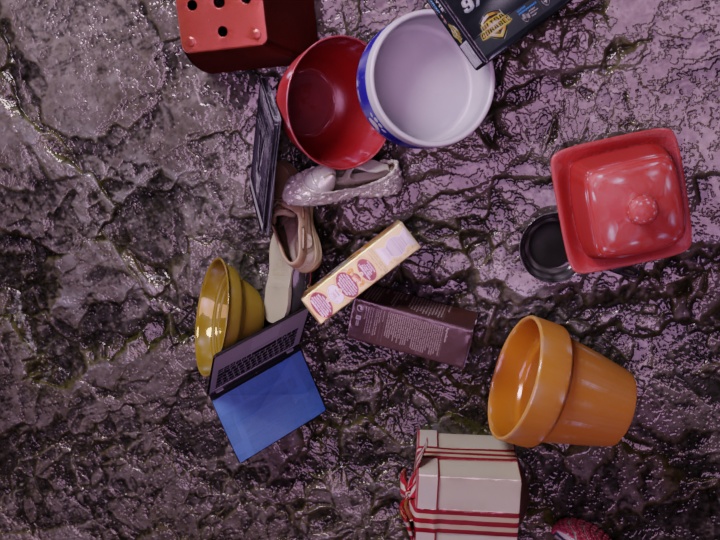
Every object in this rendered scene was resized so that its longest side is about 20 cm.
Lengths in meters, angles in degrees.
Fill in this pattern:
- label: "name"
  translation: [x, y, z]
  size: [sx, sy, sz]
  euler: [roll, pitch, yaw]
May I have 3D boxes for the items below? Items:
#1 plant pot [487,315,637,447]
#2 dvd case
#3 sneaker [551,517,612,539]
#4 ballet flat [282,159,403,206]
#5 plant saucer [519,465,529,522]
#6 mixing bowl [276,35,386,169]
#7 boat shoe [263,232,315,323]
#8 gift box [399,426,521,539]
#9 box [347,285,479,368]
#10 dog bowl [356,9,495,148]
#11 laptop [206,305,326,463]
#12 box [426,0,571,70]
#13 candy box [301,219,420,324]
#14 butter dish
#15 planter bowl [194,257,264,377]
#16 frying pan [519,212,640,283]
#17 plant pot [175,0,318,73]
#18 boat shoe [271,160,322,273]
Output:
- label: "plant pot"
  translation: [0.323, 0.192, 1.503]
  size: [0.182, 0.200, 0.201]
  euler: [17, 107, -9]
- label: "dvd case"
  translation: [-0.150, -0.180, 1.502]
  size: [0.016, 0.149, 0.201]
  euler: [0, 125, -16]
- label: "sneaker"
  translation: [0.405, 0.493, 1.605]
  size: [0.199, 0.081, 0.075]
  euler: [35, 110, 1]
- label: "ballet flat"
  translation: [-0.027, -0.149, 1.516]
  size: [0.199, 0.072, 0.072]
  euler: [-8, 103, -10]
- label: "plant saucer"
  translation: [0.190, 0.390, 1.649]
  size: [0.199, 0.037, 0.202]
  euler: [3, 105, 11]
- label: "mixing bowl"
  translation: [-0.055, -0.260, 1.481]
  size: [0.108, 0.199, 0.202]
  euler: [16, 113, 53]
- label: "boat shoe"
  translation: [-0.112, -0.009, 1.606]
  size: [0.073, 0.063, 0.203]
  euler: [12, 94, 39]
- label: "gift box"
  translation: [0.156, 0.351, 1.540]
  size: [0.185, 0.185, 0.201]
  euler: [1, 100, 3]
- label: "box"
  translation: [0.088, 0.089, 1.564]
  size: [0.199, 0.100, 0.075]
  euler: [14, 106, 10]
- label: "dog bowl"
  translation: [0.097, -0.284, 1.436]
  size: [0.199, 0.079, 0.202]
  euler: [-1, 94, -17]
- label: "laptop"
  translation: [-0.145, 0.189, 1.582]
  size: [0.116, 0.187, 0.200]
  euler: [50, 149, 20]
- label: "box"
  translation: [0.203, -0.414, 1.395]
  size: [0.200, 0.046, 0.159]
  euler: [-37, 94, -13]
- label: "candy box"
  translation: [0.000, 0.000, 1.527]
  size: [0.200, 0.115, 0.055]
  euler: [-37, 94, 2]
- label: "butter dish"
  translation: [0.402, -0.096, 1.414]
  size: [0.198, 0.148, 0.201]
  euler: [-12, 100, 2]
- label: "planter bowl"
  translation: [-0.214, 0.083, 1.609]
  size: [0.083, 0.200, 0.202]
  euler: [8, 108, -23]
- label: "frying pan"
  translation: [0.345, -0.040, 1.512]
  size: [0.189, 0.031, 0.116]
  euler: [-5, 105, 1]
- label: "plant pot"
  translation: [-0.189, -0.408, 1.461]
  size: [0.199, 0.176, 0.201]
  euler: [-3, 103, 13]
- label: "boat shoe"
  translation: [-0.116, -0.095, 1.546]
  size: [0.071, 0.064, 0.201]
  euler: [-28, 68, 21]
